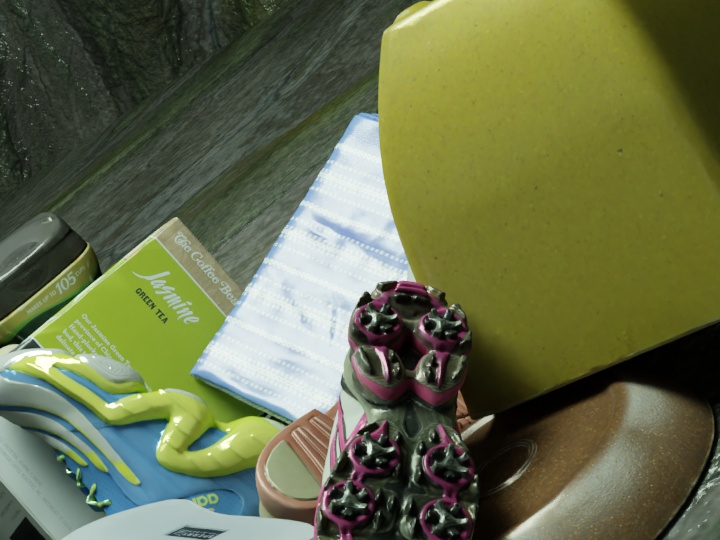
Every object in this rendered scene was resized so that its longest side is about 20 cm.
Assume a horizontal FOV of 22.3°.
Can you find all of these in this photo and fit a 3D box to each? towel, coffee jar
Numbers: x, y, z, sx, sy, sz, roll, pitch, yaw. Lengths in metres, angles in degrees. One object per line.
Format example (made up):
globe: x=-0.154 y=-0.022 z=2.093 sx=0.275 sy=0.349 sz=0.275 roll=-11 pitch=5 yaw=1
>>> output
towel: x=0.000 y=0.000 z=1.078 sx=0.144 sy=0.024 sz=0.201 roll=21 pitch=72 yaw=38
coffee jar: x=-0.206 y=0.059 z=1.355 sx=0.104 sy=0.200 sz=0.085 roll=-41 pitch=15 yaw=-14

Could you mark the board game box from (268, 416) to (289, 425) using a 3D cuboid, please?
board game box: x=-0.084 y=0.163 z=1.091 sx=0.200 sy=0.034 sz=0.134 roll=-42 pitch=16 yaw=-17

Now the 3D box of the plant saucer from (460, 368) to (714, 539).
plant saucer: x=0.077 y=0.108 z=0.887 sx=0.200 sy=0.037 sz=0.201 roll=-35 pitch=15 yaw=11

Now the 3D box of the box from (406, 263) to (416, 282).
box: x=0.058 y=-0.058 z=1.038 sx=0.041 sy=0.039 sz=0.201 roll=-18 pitch=51 yaw=36

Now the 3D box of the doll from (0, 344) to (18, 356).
doll: x=-0.264 y=0.143 z=1.318 sx=0.048 sy=0.136 sz=0.201 roll=-10 pitch=-54 yaw=-52

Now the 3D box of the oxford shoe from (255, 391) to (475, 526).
oxford shoe: x=0.019 y=0.094 z=0.996 sx=0.199 sy=0.074 sz=0.071 roll=-26 pitch=50 yaw=-33

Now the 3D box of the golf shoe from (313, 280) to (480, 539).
golf shoe: x=0.017 y=0.103 z=0.860 sx=0.201 sy=0.072 sz=0.092 roll=-80 pitch=1 yaw=-46

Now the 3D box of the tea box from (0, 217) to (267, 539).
tea box: x=-0.164 y=0.100 z=1.176 sx=0.197 sy=0.134 sz=0.200 roll=-41 pitch=-1 yaw=-27

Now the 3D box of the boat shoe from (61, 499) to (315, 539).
boat shoe: x=-0.084 y=0.157 z=0.896 sx=0.073 sy=0.066 sz=0.200 roll=-19 pitch=10 yaw=-31

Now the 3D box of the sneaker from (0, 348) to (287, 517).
sneaker: x=-0.129 y=0.113 z=1.010 sx=0.076 sy=0.199 sz=0.106 roll=85 pitch=-159 yaw=-62

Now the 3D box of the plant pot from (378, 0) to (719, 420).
plant pot: x=0.122 y=-0.075 z=0.942 sx=0.194 sy=0.201 sz=0.195 roll=-26 pitch=5 yaw=35
